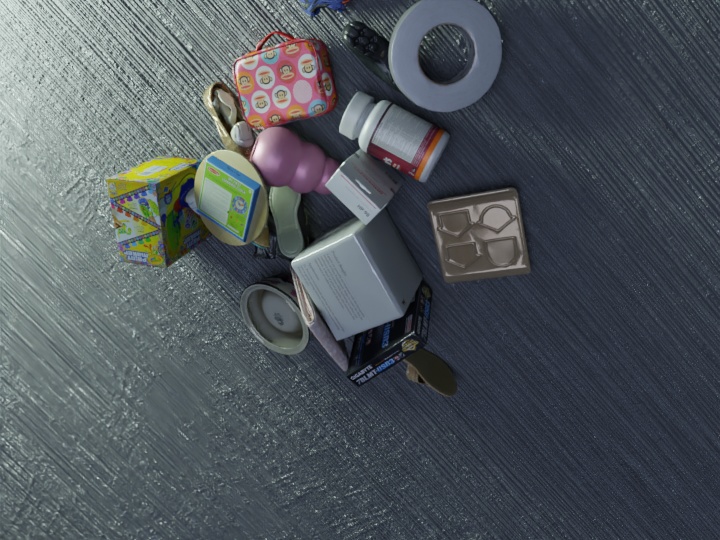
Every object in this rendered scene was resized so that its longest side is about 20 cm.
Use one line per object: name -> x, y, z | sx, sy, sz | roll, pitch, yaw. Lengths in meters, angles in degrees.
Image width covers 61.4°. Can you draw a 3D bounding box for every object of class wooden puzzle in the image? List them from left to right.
wooden puzzle -> 0.249, -0.073, 1.268 | 0.185, 0.046, 0.201 | -7, 116, 21

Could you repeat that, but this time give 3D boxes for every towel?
towel -> -0.085, 0.101, 1.338 | 0.032, 0.191, 0.200 | -26, 137, 6

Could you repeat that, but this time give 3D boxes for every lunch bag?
lunch bag -> -0.157, -0.389, 1.229 | 0.199, 0.082, 0.177 | -5, 111, 21

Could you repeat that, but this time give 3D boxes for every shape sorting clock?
shape sorting clock -> -0.270, -0.150, 1.265 | 0.199, 0.039, 0.201 | 14, 116, 30

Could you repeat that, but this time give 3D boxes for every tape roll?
tape roll -> 0.152, -0.393, 1.103 | 0.199, 0.066, 0.201 | -1, 111, -3

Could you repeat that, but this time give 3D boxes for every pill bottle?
pill bottle -> 0.066, -0.266, 1.198 | 0.200, 0.110, 0.110 | 29, 119, 4

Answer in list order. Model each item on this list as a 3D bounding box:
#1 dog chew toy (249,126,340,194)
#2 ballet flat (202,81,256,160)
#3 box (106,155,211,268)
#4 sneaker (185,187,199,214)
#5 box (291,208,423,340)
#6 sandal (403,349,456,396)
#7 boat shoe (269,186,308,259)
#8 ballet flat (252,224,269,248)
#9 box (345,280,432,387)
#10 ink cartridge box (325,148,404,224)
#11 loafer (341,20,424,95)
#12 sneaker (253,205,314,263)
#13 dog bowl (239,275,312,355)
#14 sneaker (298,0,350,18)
dog chew toy -> -0.128, -0.219, 1.272 | 0.199, 0.125, 0.125 | 19, 121, -19
ballet flat -> -0.271, -0.312, 1.286 | 0.200, 0.070, 0.065 | 56, 150, 2
box -> -0.446, -0.138, 1.371 | 0.122, 0.200, 0.193 | 8, 117, 14
sneaker -> -0.296, -0.198, 1.353 | 0.200, 0.072, 0.073 | -38, 131, 2
box -> 0.000, 0.000, 1.291 | 0.171, 0.200, 0.199 | -23, 104, 28
sandal -> 0.131, 0.227, 1.438 | 0.212, 0.078, 0.070 | 41, 139, 4
boat shoe -> -0.154, -0.119, 1.331 | 0.071, 0.061, 0.202 | -9, 74, 10
ballet flat -> -0.247, -0.124, 1.342 | 0.200, 0.069, 0.063 | 46, 110, 40
box -> 0.065, 0.134, 1.331 | 0.050, 0.200, 0.198 | 42, 121, -18
ink cartridge box -> 0.006, -0.169, 1.210 | 0.116, 0.200, 0.067 | 43, 119, -4
loafer -> 0.050, -0.404, 1.167 | 0.200, 0.070, 0.068 | 34, 101, -18
sneaker -> -0.171, -0.045, 1.398 | 0.199, 0.076, 0.114 | 42, 121, 0
dog bowl -> -0.187, 0.100, 1.447 | 0.199, 0.074, 0.201 | 17, 127, 23
sneaker -> -0.031, -0.530, 1.137 | 0.199, 0.075, 0.079 | -3, 122, 28
